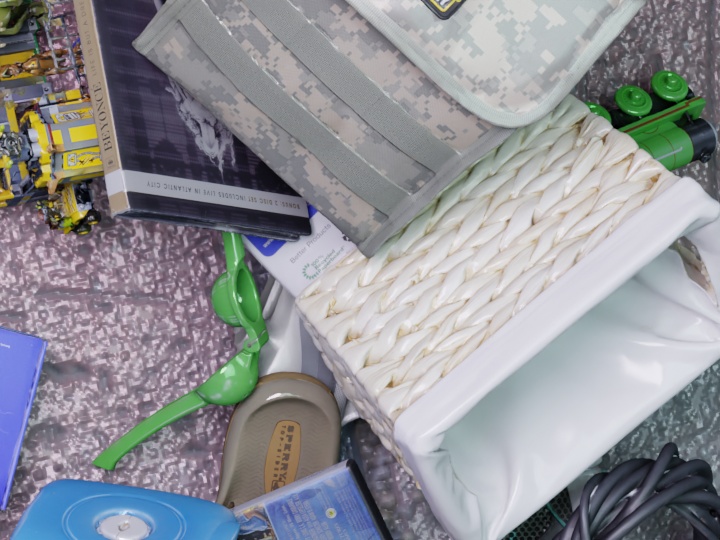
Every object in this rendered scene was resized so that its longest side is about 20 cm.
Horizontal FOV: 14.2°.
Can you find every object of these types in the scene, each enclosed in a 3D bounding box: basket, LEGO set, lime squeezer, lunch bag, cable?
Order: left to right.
[{"bbox_3d":[-0.206,-0.108,1.445,0.116,0.154,0.200,-11,89,-21],"label":"LEGO set"},{"bbox_3d":[-0.079,0.024,1.503,0.038,0.071,0.200,-19,131,-58],"label":"lime squeezer"},{"bbox_3d":[0.020,-0.130,1.385,0.164,0.200,0.118,42,38,-9],"label":"lunch bag"},{"bbox_3d":[0.083,0.022,1.480,0.200,0.123,0.136,-39,146,-8],"label":"basket"},{"bbox_3d":[0.146,0.180,1.593,0.163,0.051,0.200,-40,137,-3],"label":"cable"}]

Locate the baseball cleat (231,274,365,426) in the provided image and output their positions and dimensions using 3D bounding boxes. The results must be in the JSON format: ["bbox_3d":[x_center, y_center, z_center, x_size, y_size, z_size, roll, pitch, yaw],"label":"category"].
[{"bbox_3d":[0.000,0.000,1.572,0.106,0.070,0.200,27,89,-24],"label":"baseball cleat"}]

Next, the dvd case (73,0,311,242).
[{"bbox_3d":[-0.091,-0.116,1.451,0.149,0.016,0.200,7,67,-55],"label":"dvd case"}]

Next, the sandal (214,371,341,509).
[{"bbox_3d":[-0.044,0.154,1.532,0.080,0.054,0.200,2,108,-15],"label":"sandal"}]

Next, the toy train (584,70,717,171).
[{"bbox_3d":[0.120,-0.058,1.598,0.200,0.042,0.056,-23,60,-32],"label":"toy train"}]

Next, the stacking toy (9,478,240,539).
[{"bbox_3d":[-0.125,0.215,1.467,0.110,0.116,0.200,10,115,8],"label":"stacking toy"}]

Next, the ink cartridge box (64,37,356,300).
[{"bbox_3d":[-0.056,-0.076,1.525,0.095,0.037,0.200,-44,78,1],"label":"ink cartridge box"}]

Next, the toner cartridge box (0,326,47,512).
[{"bbox_3d":[-0.269,0.055,1.472,0.200,0.043,0.095,17,82,-20],"label":"toner cartridge box"}]

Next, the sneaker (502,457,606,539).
[{"bbox_3d":[0.075,0.074,1.590,0.091,0.078,0.200,-16,93,-17],"label":"sneaker"}]

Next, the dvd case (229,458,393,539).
[{"bbox_3d":[-0.063,0.199,1.507,0.200,0.018,0.143,-24,100,11],"label":"dvd case"}]
